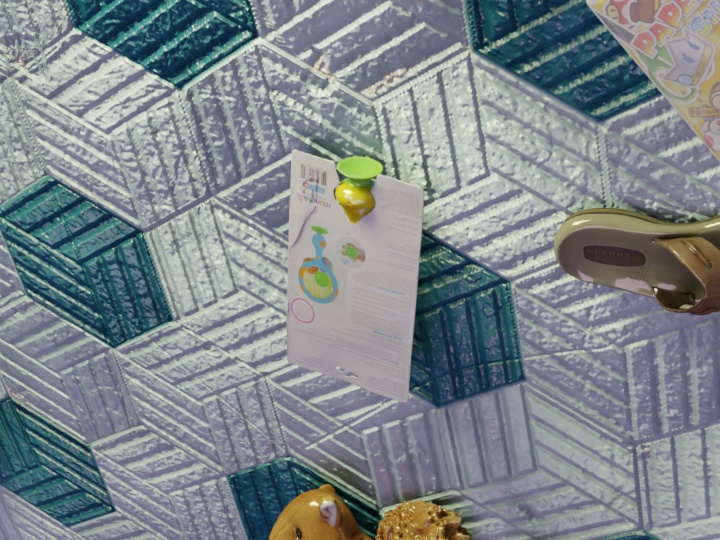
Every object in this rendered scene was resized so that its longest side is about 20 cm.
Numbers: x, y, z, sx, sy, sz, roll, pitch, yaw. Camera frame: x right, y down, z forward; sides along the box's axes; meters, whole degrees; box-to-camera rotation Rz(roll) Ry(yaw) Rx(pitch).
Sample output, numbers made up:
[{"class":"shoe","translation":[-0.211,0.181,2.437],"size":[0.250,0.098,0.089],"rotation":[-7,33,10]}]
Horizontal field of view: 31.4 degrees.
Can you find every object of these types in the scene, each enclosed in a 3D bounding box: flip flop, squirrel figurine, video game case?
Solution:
[{"class":"flip flop","translation":[0.226,0.000,0.890],"size":[0.197,0.058,0.082],"rotation":[8,128,25]},{"class":"squirrel figurine","translation":[0.012,0.282,1.199],"size":[0.198,0.142,0.189],"rotation":[-24,86,1]},{"class":"video game case","translation":[0.265,-0.153,0.772],"size":[0.182,0.023,0.199],"rotation":[46,134,-10]}]

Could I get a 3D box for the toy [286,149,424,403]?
[{"class":"toy","translation":[0.000,0.000,1.028],"size":[0.114,0.047,0.203],"rotation":[18,128,21]}]
